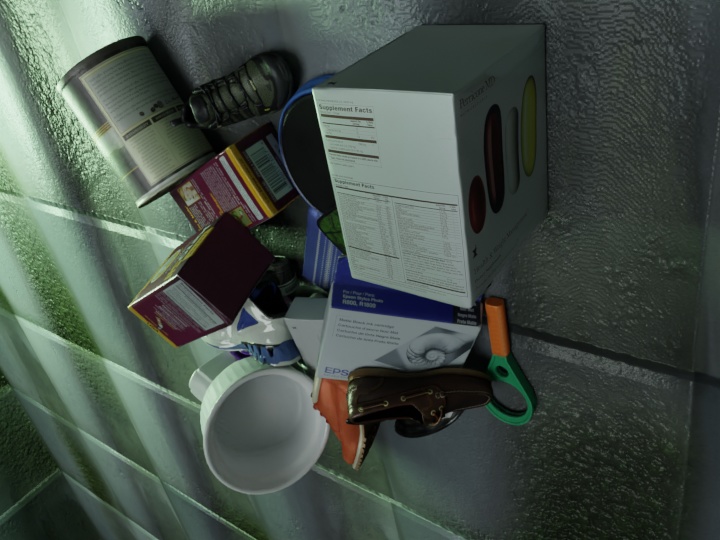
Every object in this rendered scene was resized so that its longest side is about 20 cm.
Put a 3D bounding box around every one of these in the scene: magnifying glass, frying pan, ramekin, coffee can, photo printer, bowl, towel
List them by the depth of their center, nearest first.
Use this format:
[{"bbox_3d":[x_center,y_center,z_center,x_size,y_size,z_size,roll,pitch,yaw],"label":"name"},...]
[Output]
[{"bbox_3d":[-0.023,-0.144,0.831,0.199,0.039,0.203,25,135,27],"label":"bowl"},{"bbox_3d":[0.189,0.124,0.866,0.079,0.022,0.202,11,130,37],"label":"magnifying glass"},{"bbox_3d":[0.000,0.000,0.940,0.198,0.024,0.146,30,138,19],"label":"towel"},{"bbox_3d":[0.065,0.214,0.949,0.116,0.187,0.031,91,162,-46],"label":"frying pan"},{"bbox_3d":[-0.325,-0.217,0.969,0.145,0.146,0.201,-19,107,49],"label":"coffee can"},{"bbox_3d":[-0.154,0.232,1.021,0.098,0.199,0.203,26,143,63],"label":"ramekin"},{"bbox_3d":[-0.183,0.223,1.179,0.199,0.166,0.070,36,121,16],"label":"photo printer"}]

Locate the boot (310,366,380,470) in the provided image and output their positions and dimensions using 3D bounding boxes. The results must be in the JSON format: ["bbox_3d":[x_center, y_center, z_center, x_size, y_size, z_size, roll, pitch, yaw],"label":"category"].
[{"bbox_3d":[-0.024,0.217,0.991,0.106,0.075,0.202,14,128,16],"label":"boot"}]

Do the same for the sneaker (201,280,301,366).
[{"bbox_3d":[-0.169,0.070,1.027,0.197,0.080,0.117,10,104,39],"label":"sneaker"}]

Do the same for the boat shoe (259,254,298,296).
[{"bbox_3d":[-0.189,-0.006,1.079,0.197,0.071,0.064,4,125,31],"label":"boat shoe"}]

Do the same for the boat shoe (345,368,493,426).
[{"bbox_3d":[0.079,0.173,0.863,0.196,0.071,0.071,-2,138,-1],"label":"boat shoe"}]

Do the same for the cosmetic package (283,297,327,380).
[{"bbox_3d":[-0.012,0.130,0.984,0.149,0.052,0.202,0,130,23],"label":"cosmetic package"}]

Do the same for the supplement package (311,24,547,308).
[{"bbox_3d":[0.082,-0.111,0.639,0.145,0.191,0.202,13,130,34],"label":"supplement package"}]

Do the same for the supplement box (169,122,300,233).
[{"bbox_3d":[-0.182,-0.118,0.963,0.199,0.086,0.111,-19,108,48],"label":"supplement box"}]

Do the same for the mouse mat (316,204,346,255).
[{"bbox_3d":[0.052,-0.024,0.838,0.200,0.008,0.160,45,135,-17],"label":"mouse mat"}]

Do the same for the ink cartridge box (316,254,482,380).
[{"bbox_3d":[0.050,0.076,0.843,0.196,0.041,0.202,7,133,-6],"label":"ink cartridge box"}]

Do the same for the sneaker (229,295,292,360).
[{"bbox_3d":[-0.173,0.105,1.132,0.081,0.088,0.200,47,140,3],"label":"sneaker"}]

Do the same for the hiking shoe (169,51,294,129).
[{"bbox_3d":[-0.168,-0.220,0.855,0.198,0.101,0.076,-11,114,47],"label":"hiking shoe"}]

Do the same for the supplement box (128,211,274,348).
[{"bbox_3d":[-0.238,0.020,0.965,0.103,0.132,0.199,45,142,-19],"label":"supplement box"}]

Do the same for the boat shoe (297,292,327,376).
[{"bbox_3d":[-0.085,0.127,1.088,0.075,0.060,0.202,24,135,27],"label":"boat shoe"}]
